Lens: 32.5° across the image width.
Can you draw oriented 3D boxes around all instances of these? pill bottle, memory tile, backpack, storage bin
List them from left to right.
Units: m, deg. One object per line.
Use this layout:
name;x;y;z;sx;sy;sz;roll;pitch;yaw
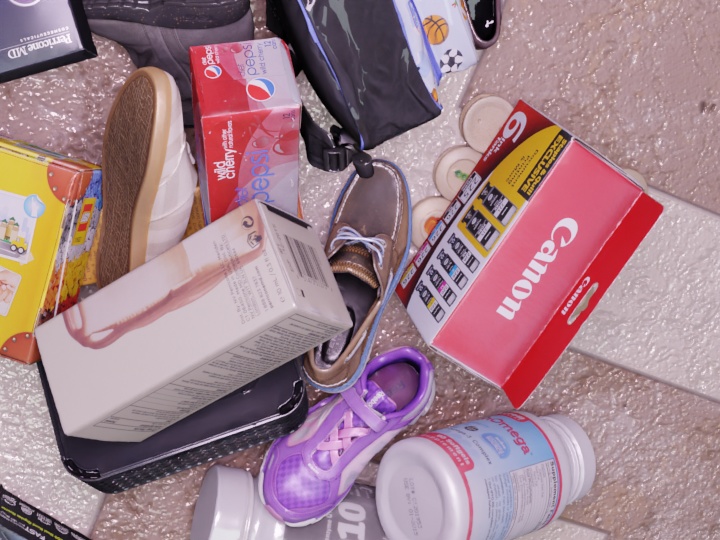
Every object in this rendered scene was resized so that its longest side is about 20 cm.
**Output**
storage bin;-0.151;0.086;1.009;0.197;0.094;0.137;-18;75;-6
pill bottle;-0.048;0.241;1.110;0.197;0.114;0.115;14;107;-17
backpack;-0.009;-0.202;0.917;0.152;0.191;0.202;-24;117;-9
pill bottle;0.116;0.186;1.097;0.198;0.108;0.110;-8;115;-41
memory tile;0.151;-0.055;1.098;0.198;0.017;0.155;25;103;-19

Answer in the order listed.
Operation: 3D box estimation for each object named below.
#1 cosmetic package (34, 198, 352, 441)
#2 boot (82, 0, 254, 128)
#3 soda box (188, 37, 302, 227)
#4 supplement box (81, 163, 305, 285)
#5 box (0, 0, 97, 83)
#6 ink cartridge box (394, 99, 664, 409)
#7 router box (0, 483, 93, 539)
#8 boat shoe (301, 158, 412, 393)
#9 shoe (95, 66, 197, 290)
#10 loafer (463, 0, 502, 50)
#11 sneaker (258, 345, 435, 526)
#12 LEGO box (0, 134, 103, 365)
cosmetic package;-0.120;0.040;0.886;0.198;0.103;0.088;-29;71;15
boot;-0.169;-0.167;0.954;0.197;0.070;0.133;9;140;13
soda box;-0.082;-0.074;0.888;0.069;0.064;0.201;-8;148;-9
supplement box;-0.148;-0.045;1.010;0.197;0.067;0.070;-14;112;-8
box;-0.297;-0.190;0.843;0.197;0.079;0.143;-16;100;-3
ink cartridge box;0.130;-0.017;1.003;0.083;0.176;0.201;30;101;-21
router box;-0.319;0.314;1.105;0.149;0.062;0.201;35;99;-20
boat shoe;0.000;0.000;1.018;0.071;0.072;0.203;11;80;4
shoe;-0.156;-0.061;0.917;0.053;0.070;0.202;-14;135;-37
loafer;0.089;-0.275;0.978;0.071;0.063;0.203;-11;112;-8
sneaker;-0.007;0.132;1.055;0.081;0.089;0.200;46;68;5
LEGO box;-0.307;-0.034;0.927;0.197;0.077;0.151;18;96;3
